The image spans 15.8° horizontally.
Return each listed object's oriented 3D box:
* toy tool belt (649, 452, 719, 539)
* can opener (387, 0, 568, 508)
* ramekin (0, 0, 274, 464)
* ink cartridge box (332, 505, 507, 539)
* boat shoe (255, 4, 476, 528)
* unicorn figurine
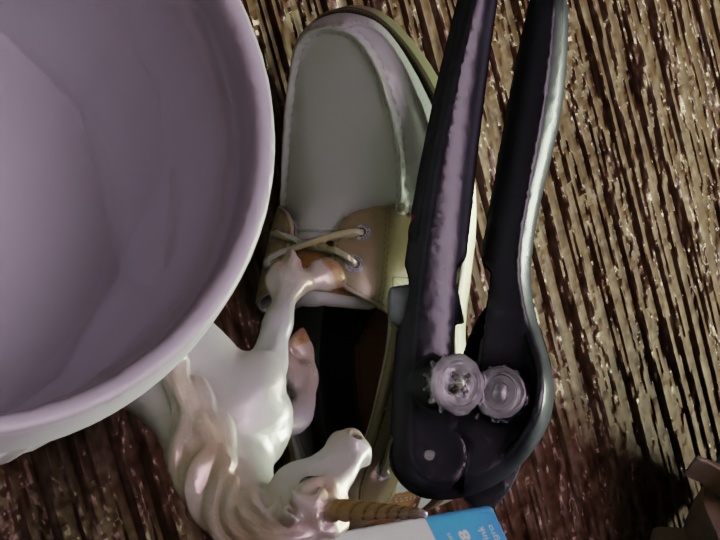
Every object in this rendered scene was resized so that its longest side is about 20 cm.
[{"bbox_3d":[0.187,0.101,1.164,0.122,0.201,0.125,26,38,0],"label":"toy tool belt"},{"bbox_3d":[0.042,-0.012,0.964,0.063,0.079,0.201,4,87,-10],"label":"can opener"},{"bbox_3d":[-0.134,-0.032,0.784,0.199,0.105,0.201,6,70,-17],"label":"ramekin"},{"bbox_3d":[-0.040,0.144,0.898,0.199,0.116,0.067,-4,64,-48],"label":"ink cartridge box"},{"bbox_3d":[0.000,0.000,0.998,0.068,0.074,0.201,-16,99,-53],"label":"boat shoe"},{"bbox_3d":[-0.055,0.029,0.888,0.137,0.199,0.074,-55,166,-53],"label":"unicorn figurine"}]
